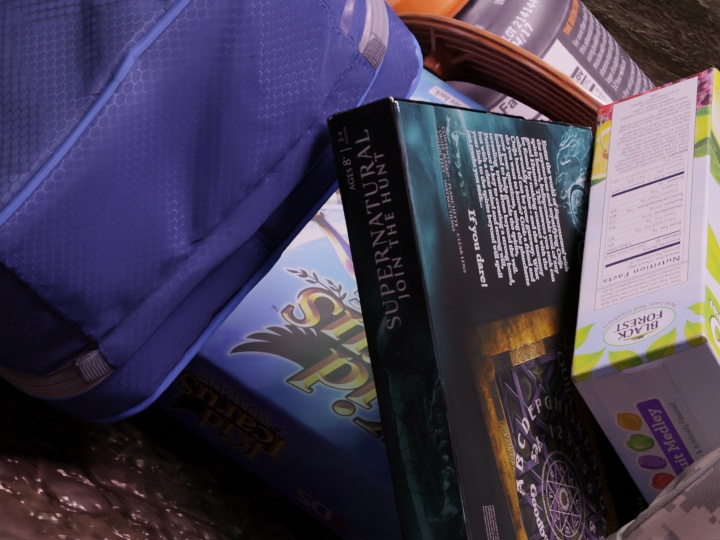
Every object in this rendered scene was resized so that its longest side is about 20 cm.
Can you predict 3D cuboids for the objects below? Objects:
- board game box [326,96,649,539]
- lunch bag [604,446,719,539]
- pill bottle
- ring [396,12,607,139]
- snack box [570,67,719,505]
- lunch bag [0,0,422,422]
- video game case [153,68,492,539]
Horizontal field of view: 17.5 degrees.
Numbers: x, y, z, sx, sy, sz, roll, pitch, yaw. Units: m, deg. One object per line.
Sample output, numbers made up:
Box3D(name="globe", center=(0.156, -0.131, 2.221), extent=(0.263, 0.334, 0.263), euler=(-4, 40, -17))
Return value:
Box3D(name="board game box", center=(0.052, 0.048, 0.765), extent=(0.028, 0.202, 0.135), euler=(-14, -9, 32))
Box3D(name="lunch bag", center=(0.165, 0.124, 0.663), extent=(0.200, 0.168, 0.139), euler=(50, 28, 20))
Box3D(name="pill bottle", center=(0.080, -0.070, 1.079), extent=(0.200, 0.106, 0.106), euler=(46, 12, -20))
Box3D(name="ring", center=(0.074, -0.031, 0.980), extent=(0.200, 0.019, 0.201), euler=(35, -18, 13))
Box3D(name="snack box", center=(0.140, 0.051, 0.825), extent=(0.200, 0.053, 0.143), euler=(56, 30, -33))
Box3D(name="lunch bag", center=(-0.086, -0.049, 0.764), extent=(0.136, 0.200, 0.132), euler=(40, -2, 40))
Box3D(name="video game case", center=(0.000, 0.000, 0.875), extent=(0.199, 0.046, 0.181), euler=(33, 51, 17))
